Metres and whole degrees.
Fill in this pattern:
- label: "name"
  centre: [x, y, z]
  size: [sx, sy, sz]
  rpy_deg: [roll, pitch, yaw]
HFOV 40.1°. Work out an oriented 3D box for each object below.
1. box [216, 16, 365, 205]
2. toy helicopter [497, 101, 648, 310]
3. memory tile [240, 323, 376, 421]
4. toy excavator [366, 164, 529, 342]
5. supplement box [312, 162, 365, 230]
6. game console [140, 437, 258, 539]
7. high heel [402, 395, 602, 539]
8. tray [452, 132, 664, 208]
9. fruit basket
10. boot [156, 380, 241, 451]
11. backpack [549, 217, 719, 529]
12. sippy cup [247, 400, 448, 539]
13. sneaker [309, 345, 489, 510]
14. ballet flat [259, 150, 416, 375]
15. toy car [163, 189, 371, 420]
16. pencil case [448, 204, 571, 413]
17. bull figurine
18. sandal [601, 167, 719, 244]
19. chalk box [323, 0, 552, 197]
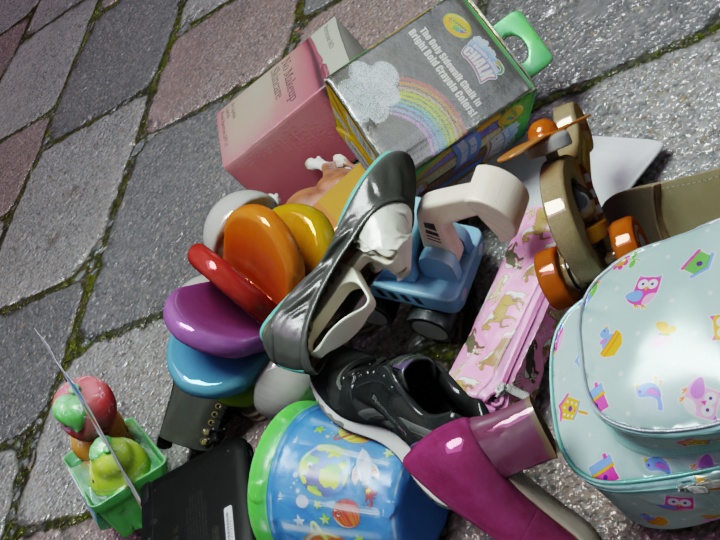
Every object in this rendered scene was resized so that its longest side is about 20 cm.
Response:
- label: "box"
  centre: [-0.065, -0.185, 1.195]
  size: [0.199, 0.109, 0.128]
  rpy_deg: [-36, 38, 17]
- label: "toy helicopter"
  centre: [0.160, -0.077, 0.764]
  size: [0.078, 0.133, 0.201]
  rpy_deg: [-23, 30, 26]
- label: "memory tile"
  centre: [-0.062, 0.058, 1.059]
  size: [0.200, 0.017, 0.154]
  rpy_deg: [-39, 38, 12]
- label: "toy excavator"
  centre: [0.060, -0.024, 0.864]
  size: [0.193, 0.200, 0.100]
  rpy_deg: [12, 64, 26]
- label: "supplement box"
  centre: [0.039, -0.094, 1.035]
  size: [0.200, 0.069, 0.067]
  rpy_deg: [-44, 38, 1]
- label: "game console"
  centre: [-0.136, 0.282, 0.874]
  size: [0.175, 0.117, 0.201]
  rpy_deg: [-29, 41, 12]
- label: "high heel"
  centre: [0.109, 0.186, 0.650]
  size: [0.096, 0.201, 0.067]
  rpy_deg: [-25, -2, 12]
- label: "tray"
  centre: [0.177, -0.085, 0.925]
  size: [0.199, 0.022, 0.107]
  rpy_deg: [14, 55, 50]
- label: "fruit basket"
  centre: [-0.278, 0.169, 1.017]
  size: [0.093, 0.201, 0.185]
  rpy_deg: [-36, 29, -17]
- label: "boot"
  centre: [-0.120, 0.129, 1.002]
  size: [0.199, 0.077, 0.140]
  rpy_deg: [3, 76, 42]
- label: "backpack"
  centre: [0.221, 0.072, 0.656]
  size: [0.199, 0.153, 0.177]
  rpy_deg: [-29, 45, 35]
- label: "sippy cup"
  centre: [-0.001, 0.180, 0.808]
  size: [0.129, 0.139, 0.180]
  rpy_deg: [1, 93, 33]
- label: "sneaker"
  centre: [0.033, 0.089, 0.752]
  size: [0.075, 0.088, 0.199]
  rpy_deg: [-27, 39, -31]
- label: "ballet flat"
  centre: [0.000, 0.000, 0.788]
  size: [0.068, 0.068, 0.201]
  rpy_deg: [33, 89, 39]
- label: "toy car"
  centre: [-0.103, 0.032, 0.869]
  size: [0.175, 0.150, 0.201]
  rpy_deg: [35, 108, 27]
- label: "pencil case"
  centre: [0.135, 0.041, 0.821]
  size: [0.086, 0.083, 0.201]
  rpy_deg: [9, 64, 45]
- label: "bull figurine"
  centre: [-0.071, -0.057, 1.123]
  size: [0.199, 0.065, 0.122]
  rpy_deg: [-33, 34, 11]
- label: "sandal"
  centre: [0.290, -0.048, 0.754]
  size: [0.069, 0.078, 0.211]
  rpy_deg: [-19, 13, -39]
- label: "chalk box"
  centre: [0.084, -0.165, 0.934]
  size: [0.199, 0.124, 0.125]
  rpy_deg: [-33, 77, -4]
